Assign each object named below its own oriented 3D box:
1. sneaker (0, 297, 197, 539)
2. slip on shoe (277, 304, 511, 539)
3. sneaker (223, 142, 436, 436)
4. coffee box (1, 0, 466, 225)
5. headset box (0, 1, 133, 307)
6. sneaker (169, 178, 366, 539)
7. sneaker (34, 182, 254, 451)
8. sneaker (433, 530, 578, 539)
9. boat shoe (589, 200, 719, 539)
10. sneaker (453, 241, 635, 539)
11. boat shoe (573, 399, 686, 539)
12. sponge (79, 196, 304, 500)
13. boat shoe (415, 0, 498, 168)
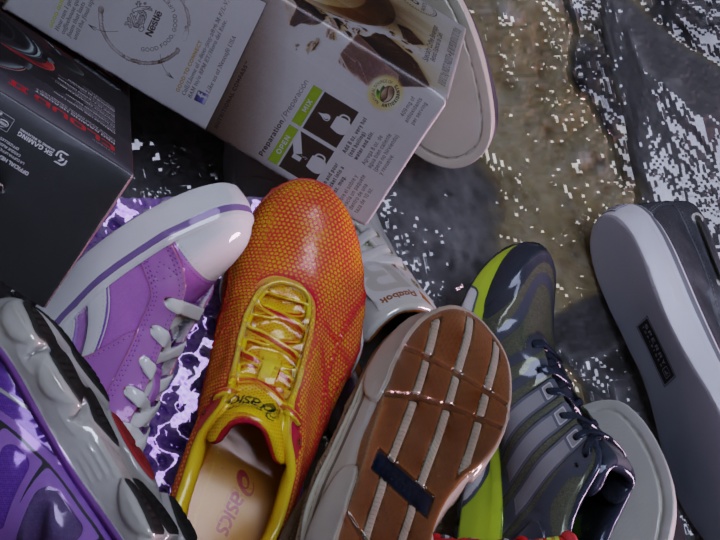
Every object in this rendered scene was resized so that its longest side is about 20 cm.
[{"bbox_3d":[-0.122,0.110,1.199,0.083,0.081,0.200,-34,75,6],"label":"sneaker"},{"bbox_3d":[0.009,0.095,1.282,0.076,0.061,0.200,43,44,-21],"label":"slip on shoe"},{"bbox_3d":[0.000,0.000,1.380,0.073,0.085,0.200,-20,80,-29],"label":"sneaker"},{"bbox_3d":[-0.057,-0.120,1.353,0.200,0.080,0.113,30,22,-6],"label":"coffee box"},{"bbox_3d":[-0.179,-0.070,1.249,0.148,0.200,0.075,32,101,-12],"label":"headset box"},{"bbox_3d":[-0.038,0.052,1.278,0.073,0.077,0.200,13,74,-3],"label":"sneaker"},{"bbox_3d":[-0.103,0.059,1.265,0.200,0.073,0.114,-43,72,9],"label":"sneaker"},{"bbox_3d":[0.065,0.150,1.323,0.200,0.077,0.085,37,87,12],"label":"sneaker"},{"bbox_3d":[0.184,0.054,1.466,0.066,0.070,0.200,-15,72,-28],"label":"boat shoe"},{"bbox_3d":[0.094,0.083,1.388,0.074,0.081,0.200,21,64,-58],"label":"sneaker"},{"bbox_3d":[0.140,0.161,1.406,0.060,0.074,0.200,41,29,-56],"label":"boat shoe"},{"bbox_3d":[-0.081,0.065,1.324,0.111,0.030,0.200,1,75,-6],"label":"sponge"},{"bbox_3d":[0.019,-0.145,1.446,0.200,0.073,0.063,60,26,6],"label":"boat shoe"}]
